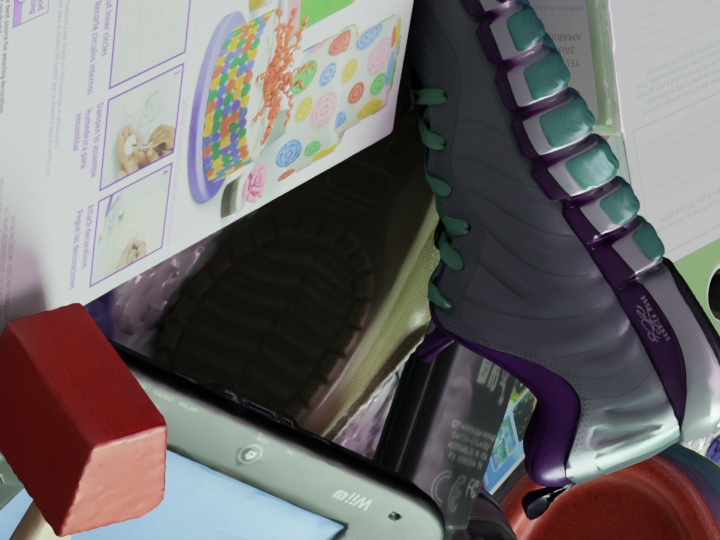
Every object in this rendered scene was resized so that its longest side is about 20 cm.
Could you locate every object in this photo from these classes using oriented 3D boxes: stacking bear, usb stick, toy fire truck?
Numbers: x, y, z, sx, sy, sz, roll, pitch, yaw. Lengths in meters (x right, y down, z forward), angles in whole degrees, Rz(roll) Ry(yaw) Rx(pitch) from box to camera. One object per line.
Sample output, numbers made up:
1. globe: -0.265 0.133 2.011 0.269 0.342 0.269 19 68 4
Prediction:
1. stacking bear: 0.133 0.133 1.285 0.200 0.121 0.114 12 83 -70
2. usb stick: 0.050 0.001 1.052 0.055 0.032 0.201 25 82 -57
3. toy fire truck: -0.139 0.106 0.810 0.141 0.049 0.200 -20 149 -34

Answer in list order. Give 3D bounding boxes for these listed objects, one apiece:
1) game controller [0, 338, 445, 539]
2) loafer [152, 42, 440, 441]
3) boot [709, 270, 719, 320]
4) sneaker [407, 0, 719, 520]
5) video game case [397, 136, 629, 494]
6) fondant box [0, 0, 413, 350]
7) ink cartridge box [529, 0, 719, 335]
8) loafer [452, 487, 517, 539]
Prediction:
1. game controller: -0.064 0.077 0.891 0.104 0.042 0.200 -36 138 28
2. loafer: 0.000 0.000 0.969 0.200 0.076 0.067 -56 146 -6
3. boot: 0.242 0.002 1.371 0.139 0.077 0.200 -60 154 -8
4. sneaker: 0.040 -0.022 0.905 0.087 0.201 0.074 -30 180 4
5. video game case: 0.088 -0.003 1.171 0.200 0.017 0.143 -47 150 -22
6. fondant box: -0.063 -0.076 0.813 0.200 0.058 0.145 -30 141 -41
7. ink cartridge box: 0.120 -0.068 1.049 0.145 0.048 0.201 -25 113 -48
8. loafer: 0.011 0.119 1.101 0.072 0.063 0.200 -43 153 15
